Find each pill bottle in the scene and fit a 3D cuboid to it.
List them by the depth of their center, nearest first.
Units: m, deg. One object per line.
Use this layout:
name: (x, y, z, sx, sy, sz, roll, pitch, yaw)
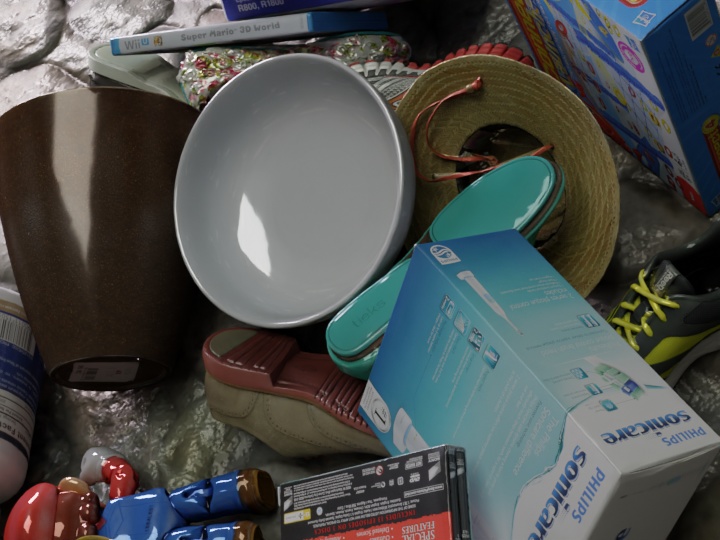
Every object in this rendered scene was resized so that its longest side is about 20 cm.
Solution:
pill bottle: (-0.314, 0.119, 1.005, 0.111, 0.111, 0.200, -14, 53, 19)

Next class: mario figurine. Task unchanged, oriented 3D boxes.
mario figurine: (-0.158, 0.191, 0.916, 0.200, 0.106, 0.123, -5, 19, 12)

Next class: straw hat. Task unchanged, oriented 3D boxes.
straw hat: (0.118, -0.063, 0.920, 0.201, 0.085, 0.201, 10, 106, 37)

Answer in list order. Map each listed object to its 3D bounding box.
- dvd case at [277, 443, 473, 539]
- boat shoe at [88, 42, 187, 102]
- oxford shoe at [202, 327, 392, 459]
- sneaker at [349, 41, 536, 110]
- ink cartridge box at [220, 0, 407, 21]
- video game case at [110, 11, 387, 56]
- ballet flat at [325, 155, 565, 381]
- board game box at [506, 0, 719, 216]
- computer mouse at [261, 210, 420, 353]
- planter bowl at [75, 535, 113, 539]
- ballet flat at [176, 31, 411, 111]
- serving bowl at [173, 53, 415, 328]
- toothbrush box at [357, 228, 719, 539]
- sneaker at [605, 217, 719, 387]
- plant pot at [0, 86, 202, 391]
dvd case: (0.009, 0.212, 0.736, 0.146, 0.022, 0.200, -22, 62, 41)
boat shoe: (-0.161, -0.141, 1.140, 0.201, 0.061, 0.072, 28, 36, 23)
oxford shoe: (-0.020, 0.102, 0.907, 0.200, 0.075, 0.070, 19, 33, 21)
sneaker: (0.040, -0.122, 1.011, 0.200, 0.078, 0.082, -11, 54, 21)
ink cartridge box: (-0.008, -0.239, 1.061, 0.196, 0.200, 0.043, -4, 101, 25)
video game case: (-0.096, -0.207, 1.114, 0.200, 0.143, 0.018, -2, 100, 27)
ballet flat: (0.064, 0.003, 0.870, 0.200, 0.070, 0.067, -42, 49, 3)
board game box: (0.178, -0.159, 0.887, 0.056, 0.200, 0.196, -40, 49, -1)
computer mouse: (0.000, 0.000, 0.968, 0.200, 0.046, 0.140, -31, 48, 5)
planter bowl: (-0.106, 0.248, 0.799, 0.083, 0.200, 0.200, -17, 36, -40)
ballet flat: (-0.055, -0.156, 1.074, 0.200, 0.076, 0.064, -5, 61, 2)
serving bowl: (-0.040, -0.054, 0.942, 0.200, 0.066, 0.200, -5, 81, 30)
toothbrush box: (0.098, 0.093, 0.769, 0.085, 0.146, 0.200, -9, 43, -33)
sneaker: (0.186, 0.032, 0.825, 0.200, 0.085, 0.074, -37, 48, -1)
plant pot: (-0.201, -0.012, 1.011, 0.187, 0.187, 0.200, -13, 68, 19)
